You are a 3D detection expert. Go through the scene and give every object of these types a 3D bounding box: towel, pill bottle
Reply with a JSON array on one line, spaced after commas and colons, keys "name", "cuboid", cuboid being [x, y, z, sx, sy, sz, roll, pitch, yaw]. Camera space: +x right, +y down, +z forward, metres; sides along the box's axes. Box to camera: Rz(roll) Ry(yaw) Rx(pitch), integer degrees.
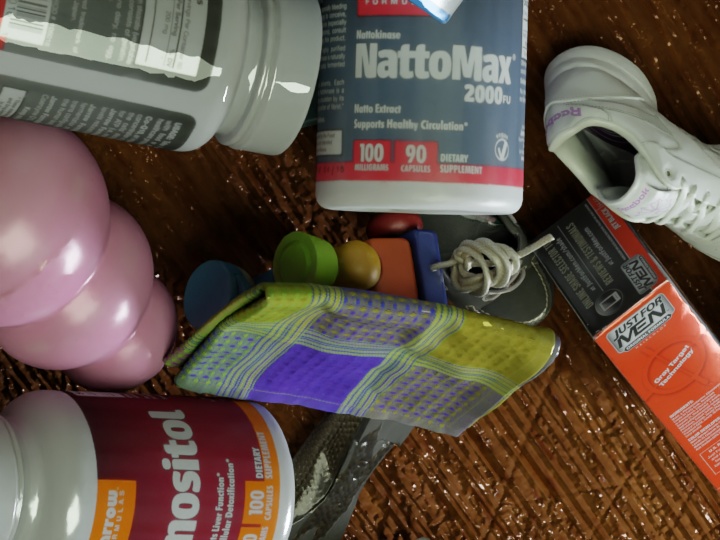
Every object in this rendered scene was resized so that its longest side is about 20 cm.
[{"name": "towel", "cuboid": [0.003, 0.052, 1.713, 0.199, 0.023, 0.144, 12, 151, -27]}, {"name": "pill bottle", "cuboid": [-0.147, 0.127, 1.707, 0.199, 0.113, 0.114, 3, 116, -34]}, {"name": "pill bottle", "cuboid": [-0.130, -0.129, 1.643, 0.199, 0.114, 0.115, 11, 112, -20]}, {"name": "pill bottle", "cuboid": [0.035, -0.134, 1.675, 0.119, 0.119, 0.202, 1, 90, -20]}]

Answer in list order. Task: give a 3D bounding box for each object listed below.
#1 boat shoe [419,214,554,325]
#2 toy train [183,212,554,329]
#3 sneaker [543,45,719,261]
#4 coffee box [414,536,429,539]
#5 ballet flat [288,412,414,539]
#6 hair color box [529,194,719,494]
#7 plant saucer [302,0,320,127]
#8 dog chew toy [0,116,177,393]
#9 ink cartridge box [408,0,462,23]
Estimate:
[{"name": "boat shoe", "cuboid": [0.059, -0.023, 1.805, 0.067, 0.057, 0.200, -39, 122, 3]}, {"name": "toy train", "cuboid": [0.000, 0.000, 1.715, 0.199, 0.085, 0.115, -24, 157, 38]}, {"name": "sneaker", "cuboid": [0.185, -0.047, 1.793, 0.199, 0.100, 0.075, 34, 126, -13]}, {"name": "coffee box", "cuboid": [0.008, 0.328, 1.872, 0.197, 0.200, 0.201, -21, 128, -9]}, {"name": "ballet flat", "cuboid": [-0.030, 0.133, 1.868, 0.067, 0.046, 0.200, 13, 119, -48]}, {"name": "hair color box", "cuboid": [0.190, 0.049, 1.844, 0.061, 0.102, 0.200, -37, 133, 6]}, {"name": "plant saucer", "cuboid": [-0.051, -0.168, 1.715, 0.069, 0.019, 0.201, -13, 121, -12]}, {"name": "dog chew toy", "cuboid": [-0.176, -0.002, 1.701, 0.124, 0.125, 0.200, -40, 131, 3]}, {"name": "ink cartridge box", "cuboid": [-0.015, -0.255, 1.544, 0.145, 0.200, 0.147, -55, 149, 4]}]
